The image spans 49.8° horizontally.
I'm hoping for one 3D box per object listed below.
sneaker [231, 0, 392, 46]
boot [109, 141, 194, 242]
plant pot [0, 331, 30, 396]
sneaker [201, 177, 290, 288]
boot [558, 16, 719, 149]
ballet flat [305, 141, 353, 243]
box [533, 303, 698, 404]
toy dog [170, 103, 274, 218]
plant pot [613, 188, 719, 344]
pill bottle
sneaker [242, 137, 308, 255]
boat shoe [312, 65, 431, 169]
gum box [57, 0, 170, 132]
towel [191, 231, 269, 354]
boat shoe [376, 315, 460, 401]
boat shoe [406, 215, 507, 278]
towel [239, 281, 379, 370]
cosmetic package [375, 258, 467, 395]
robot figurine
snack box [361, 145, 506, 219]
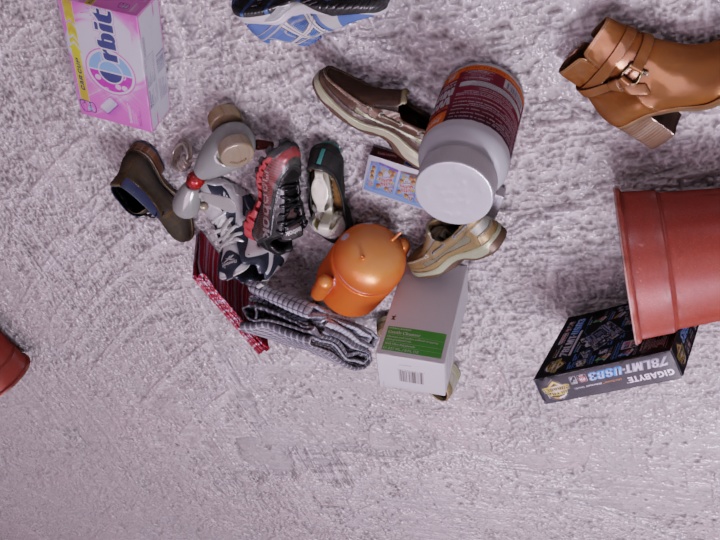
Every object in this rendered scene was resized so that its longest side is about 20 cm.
[{"bbox_3d":[-0.054,-0.322,0.950,0.200,0.076,0.077,3,157,20],"label":"sneaker"},{"bbox_3d":[-0.343,-0.101,1.268,0.075,0.097,0.200,-2,133,25],"label":"boot"},{"bbox_3d":[-0.880,0.177,1.728,0.200,0.201,0.196,-5,123,27],"label":"plant pot"},{"bbox_3d":[-0.206,-0.050,1.239,0.079,0.130,0.199,-22,123,36],"label":"sneaker"},{"bbox_3d":[0.334,-0.237,0.864,0.155,0.074,0.200,36,134,-9],"label":"boot"},{"bbox_3d":[-0.054,-0.099,1.170,0.068,0.068,0.200,6,136,15],"label":"ballet flat"},{"bbox_3d":[0.369,0.106,1.109,0.198,0.200,0.050,-21,101,36],"label":"box"},{"bbox_3d":[-0.201,-0.155,1.158,0.096,0.132,0.200,10,157,-36],"label":"toy dog"},{"bbox_3d":[0.429,-0.018,0.963,0.195,0.201,0.201,-8,131,19],"label":"plant pot"},{"bbox_3d":[0.131,-0.155,0.936,0.109,0.200,0.110,12,137,11],"label":"pill bottle"},{"bbox_3d":[-0.114,-0.100,1.144,0.098,0.071,0.201,47,138,24],"label":"sneaker"},{"bbox_3d":[0.036,-0.215,1.017,0.202,0.075,0.075,29,132,-22],"label":"boat shoe"},{"bbox_3d":[-0.339,-0.294,1.088,0.113,0.066,0.200,15,138,7],"label":"gum box"},{"bbox_3d":[-0.221,0.038,1.339,0.022,0.145,0.200,-29,122,10],"label":"towel"},{"bbox_3d":[0.101,0.157,1.372,0.200,0.066,0.074,41,135,-20],"label":"boat shoe"},{"bbox_3d":[0.124,-0.047,1.137,0.076,0.072,0.200,39,146,-18],"label":"boat shoe"},{"bbox_3d":[-0.087,0.100,1.300,0.165,0.086,0.200,17,173,37],"label":"towel"},{"bbox_3d":[0.099,0.084,1.197,0.107,0.200,0.085,6,138,13],"label":"cosmetic package"},{"bbox_3d":[0.001,-0.001,1.202,0.144,0.117,0.200,13,154,-13],"label":"robot figurine"},{"bbox_3d":[0.103,-0.117,1.118,0.200,0.024,0.072,18,140,4],"label":"snack box"}]
